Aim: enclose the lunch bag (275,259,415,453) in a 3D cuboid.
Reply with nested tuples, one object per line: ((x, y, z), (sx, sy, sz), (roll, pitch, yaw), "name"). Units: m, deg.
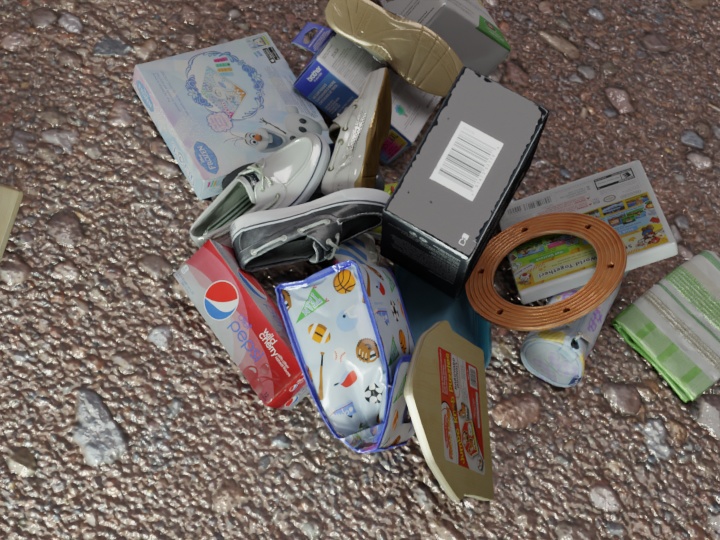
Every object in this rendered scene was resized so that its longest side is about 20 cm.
((0.005, 0.098, 1.532), (0.122, 0.170, 0.203), (-19, 82, 14), "lunch bag")

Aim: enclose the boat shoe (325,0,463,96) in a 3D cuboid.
((0.046, -0.290, 1.771), (0.198, 0.073, 0.065), (29, 13, -5), "boat shoe")

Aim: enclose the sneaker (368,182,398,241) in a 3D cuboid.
((0.082, -0.095, 1.761), (0.197, 0.091, 0.079), (-9, 60, -20), "sneaker")

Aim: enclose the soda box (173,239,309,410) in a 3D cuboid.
((-0.127, 0.062, 1.590), (0.063, 0.070, 0.201), (-42, 69, 10), "soda box")

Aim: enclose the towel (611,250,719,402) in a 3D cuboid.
((0.433, 0.070, 1.792), (0.199, 0.031, 0.149), (-32, 67, -29), "towel")

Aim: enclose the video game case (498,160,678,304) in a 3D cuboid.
((0.277, -0.050, 1.740), (0.197, 0.023, 0.183), (-18, 37, 7), "video game case")

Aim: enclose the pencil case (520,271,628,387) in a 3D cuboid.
((0.266, 0.046, 1.716), (0.082, 0.091, 0.201), (28, 52, 4), "pencil case")

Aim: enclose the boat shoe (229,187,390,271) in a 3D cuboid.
((-0.051, -0.041, 1.623), (0.197, 0.072, 0.068), (-11, 56, -14), "boat shoe")

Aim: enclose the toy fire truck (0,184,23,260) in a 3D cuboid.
((-0.475, -0.016, 1.536), (0.175, 0.130, 0.200), (31, 41, 8), "toy fire truck")

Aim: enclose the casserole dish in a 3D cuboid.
((0.096, 0.055, 1.693), (0.119, 0.039, 0.202), (8, 55, -11), "casserole dish")

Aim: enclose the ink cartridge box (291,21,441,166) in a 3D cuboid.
((0.005, -0.256, 1.828), (0.200, 0.076, 0.137), (41, 51, -10), "ink cartridge box")

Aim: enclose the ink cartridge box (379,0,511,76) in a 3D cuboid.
((0.100, -0.359, 1.898), (0.144, 0.084, 0.201), (25, 30, -41), "ink cartridge box")

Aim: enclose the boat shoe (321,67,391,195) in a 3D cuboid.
((-0.007, -0.172, 1.706), (0.068, 0.071, 0.202), (3, 51, 17), "boat shoe")

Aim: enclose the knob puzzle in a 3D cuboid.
((0.089, 0.153, 1.534), (0.030, 0.220, 0.222), (-12, 48, 26), "knob puzzle")

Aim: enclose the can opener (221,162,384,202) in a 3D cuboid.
((-0.071, -0.109, 1.717), (0.197, 0.068, 0.054), (-14, 38, -5), "can opener")

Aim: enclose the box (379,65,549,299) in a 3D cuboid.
((0.116, -0.097, 1.619), (0.116, 0.200, 0.198), (28, 78, 7), "box")

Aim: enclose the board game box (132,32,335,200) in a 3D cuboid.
((-0.163, -0.202, 1.794), (0.197, 0.044, 0.201), (-18, 63, -29), "board game box")

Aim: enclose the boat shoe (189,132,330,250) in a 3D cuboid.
((-0.118, -0.091, 1.650), (0.200, 0.067, 0.073), (-48, 55, 0), "boat shoe")

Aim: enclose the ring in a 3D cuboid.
((0.222, 0.003, 1.672), (0.198, 0.019, 0.202), (-15, 38, 12), "ring")

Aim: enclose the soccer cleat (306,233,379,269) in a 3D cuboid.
((0.000, 0.000, 1.683), (0.086, 0.070, 0.201), (-23, 64, -27), "soccer cleat")
